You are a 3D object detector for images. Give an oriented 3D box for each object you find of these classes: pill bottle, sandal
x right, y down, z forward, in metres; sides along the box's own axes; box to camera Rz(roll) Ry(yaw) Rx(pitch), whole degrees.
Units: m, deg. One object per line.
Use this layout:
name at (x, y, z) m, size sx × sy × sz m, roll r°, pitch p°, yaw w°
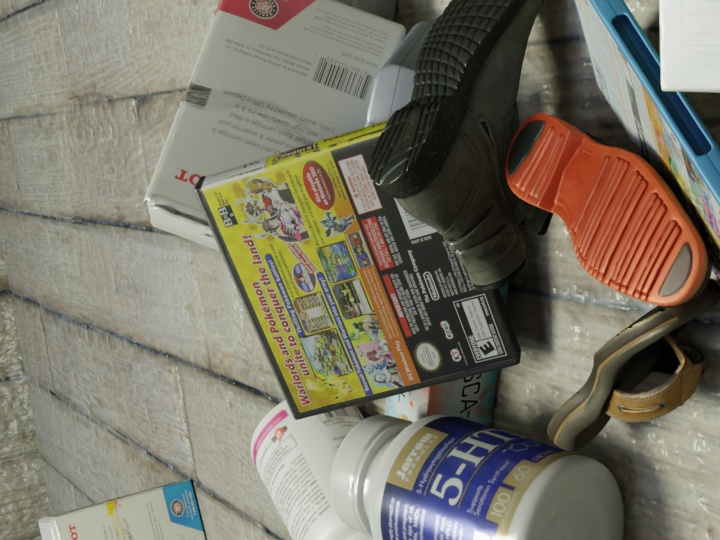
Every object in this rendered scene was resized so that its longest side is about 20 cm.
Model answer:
pill bottle at (0.076, 0.169, 1.026) m, size 0.199 × 0.119 × 0.121 m, roll 12°, pitch 113°, yaw 45°
sandal at (0.173, 0.069, 0.881) m, size 0.055 × 0.081 × 0.200 m, roll 50°, pitch 147°, yaw 17°
pill bottle at (-0.015, 0.215, 1.321) m, size 0.201 × 0.112 × 0.114 m, roll 57°, pitch 149°, yaw 40°

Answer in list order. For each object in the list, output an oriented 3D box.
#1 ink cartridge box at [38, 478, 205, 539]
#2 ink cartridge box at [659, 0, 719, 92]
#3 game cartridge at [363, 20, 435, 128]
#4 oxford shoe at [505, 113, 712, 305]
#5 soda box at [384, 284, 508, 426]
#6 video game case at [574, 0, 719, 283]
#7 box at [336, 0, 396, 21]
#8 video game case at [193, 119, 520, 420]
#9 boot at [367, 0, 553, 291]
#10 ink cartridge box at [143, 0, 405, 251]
ink cartridge box at (-0.328, 0.390, 1.997) m, size 0.144 × 0.198 × 0.149 m, roll -27°, pitch 76°, yaw 65°
ink cartridge box at (0.197, -0.186, 0.674) m, size 0.103 × 0.059 × 0.202 m, roll 7°, pitch 111°, yaw 33°
game cartridge at (0.023, -0.075, 1.082) m, size 0.133 × 0.041 × 0.202 m, roll -52°, pitch -24°, yaw -60°
oxford shoe at (0.161, -0.036, 0.855) m, size 0.072 × 0.072 × 0.200 m, roll -62°, pitch 30°, yaw 19°
soda box at (0.066, 0.059, 1.120) m, size 0.064 × 0.068 × 0.202 m, roll 45°, pitch 139°, yaw 47°
video game case at (0.173, -0.068, 0.796) m, size 0.201 × 0.018 × 0.143 m, roll 65°, pitch -175°, yaw 28°
box at (-0.028, -0.281, 1.208) m, size 0.201 × 0.041 × 0.157 m, roll -123°, pitch 31°, yaw -41°
video game case at (0.000, 0.000, 1.030) m, size 0.026 × 0.179 × 0.201 m, roll -74°, pitch -35°, yaw -62°
boot at (0.092, -0.097, 0.961) m, size 0.130 × 0.201 × 0.067 m, roll 41°, pitch 160°, yaw -33°
ink cartridge box at (-0.065, -0.108, 1.106) m, size 0.085 × 0.144 × 0.202 m, roll 113°, pitch 177°, yaw -76°
